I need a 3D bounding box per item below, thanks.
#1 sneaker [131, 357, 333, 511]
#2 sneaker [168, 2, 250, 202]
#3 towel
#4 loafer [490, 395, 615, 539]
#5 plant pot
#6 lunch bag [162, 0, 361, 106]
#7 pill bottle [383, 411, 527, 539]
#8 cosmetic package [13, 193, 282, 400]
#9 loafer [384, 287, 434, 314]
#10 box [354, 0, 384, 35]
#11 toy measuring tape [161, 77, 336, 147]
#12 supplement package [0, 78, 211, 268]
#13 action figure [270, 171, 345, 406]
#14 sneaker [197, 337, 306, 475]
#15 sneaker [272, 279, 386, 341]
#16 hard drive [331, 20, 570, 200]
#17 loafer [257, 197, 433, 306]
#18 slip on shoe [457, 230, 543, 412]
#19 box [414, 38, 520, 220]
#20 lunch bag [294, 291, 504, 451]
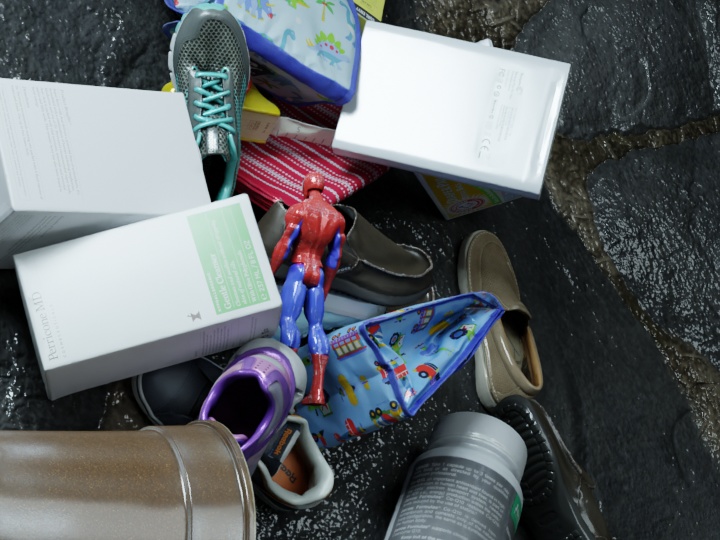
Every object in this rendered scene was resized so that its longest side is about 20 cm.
[{"bbox_3d":[-0.102,0.133,1.519,0.200,0.079,0.079,38,66,-19],"label":"sneaker"},{"bbox_3d":[-0.129,-0.131,1.554,0.077,0.202,0.091,-3,24,-14],"label":"sneaker"},{"bbox_3d":[-0.060,-0.116,1.698,0.144,0.023,0.200,35,40,18],"label":"towel"},{"bbox_3d":[0.190,0.214,1.755,0.071,0.073,0.201,-25,92,-55],"label":"loafer"},{"bbox_3d":[-0.210,0.202,1.323,0.197,0.200,0.202,9,61,-29],"label":"plant pot"},{"bbox_3d":[-0.093,-0.243,1.676,0.169,0.128,0.200,27,20,-29],"label":"lunch bag"},{"bbox_3d":[0.085,0.234,1.618,0.113,0.113,0.201,39,47,-19],"label":"pill bottle"},{"bbox_3d":[-0.175,0.022,1.452,0.199,0.085,0.108,-16,72,-13],"label":"cosmetic package"},{"bbox_3d":[0.000,0.000,1.700,0.199,0.071,0.074,25,53,-31],"label":"loafer"},{"bbox_3d":[-0.007,-0.323,1.872,0.050,0.075,0.201,31,49,-29],"label":"box"},{"bbox_3d":[-0.099,-0.156,1.662,0.199,0.073,0.074,7,63,-32],"label":"toy measuring tape"},{"bbox_3d":[-0.244,-0.076,1.482,0.199,0.120,0.122,1,66,-42],"label":"supplement package"},{"bbox_3d":[-0.050,0.013,1.524,0.065,0.052,0.202,13,79,-28],"label":"action figure"},{"bbox_3d":[-0.115,0.150,1.438,0.080,0.201,0.088,27,4,3],"label":"sneaker"},{"bbox_3d":[-0.070,0.037,1.619,0.199,0.082,0.074,9,26,-33],"label":"sneaker"},{"bbox_3d":[0.086,-0.151,1.659,0.198,0.026,0.133,13,75,9],"label":"hard drive"},{"bbox_3d":[-0.009,-0.019,1.601,0.199,0.072,0.073,9,25,-35],"label":"loafer"},{"bbox_3d":[0.147,0.046,1.817,0.076,0.060,0.201,18,56,-34],"label":"slip on shoe"},{"bbox_3d":[0.107,-0.137,1.779,0.200,0.112,0.102,45,30,-70],"label":"box"},{"bbox_3d":[0.030,0.074,1.626,0.200,0.150,0.095,-32,94,-47],"label":"lunch bag"}]
